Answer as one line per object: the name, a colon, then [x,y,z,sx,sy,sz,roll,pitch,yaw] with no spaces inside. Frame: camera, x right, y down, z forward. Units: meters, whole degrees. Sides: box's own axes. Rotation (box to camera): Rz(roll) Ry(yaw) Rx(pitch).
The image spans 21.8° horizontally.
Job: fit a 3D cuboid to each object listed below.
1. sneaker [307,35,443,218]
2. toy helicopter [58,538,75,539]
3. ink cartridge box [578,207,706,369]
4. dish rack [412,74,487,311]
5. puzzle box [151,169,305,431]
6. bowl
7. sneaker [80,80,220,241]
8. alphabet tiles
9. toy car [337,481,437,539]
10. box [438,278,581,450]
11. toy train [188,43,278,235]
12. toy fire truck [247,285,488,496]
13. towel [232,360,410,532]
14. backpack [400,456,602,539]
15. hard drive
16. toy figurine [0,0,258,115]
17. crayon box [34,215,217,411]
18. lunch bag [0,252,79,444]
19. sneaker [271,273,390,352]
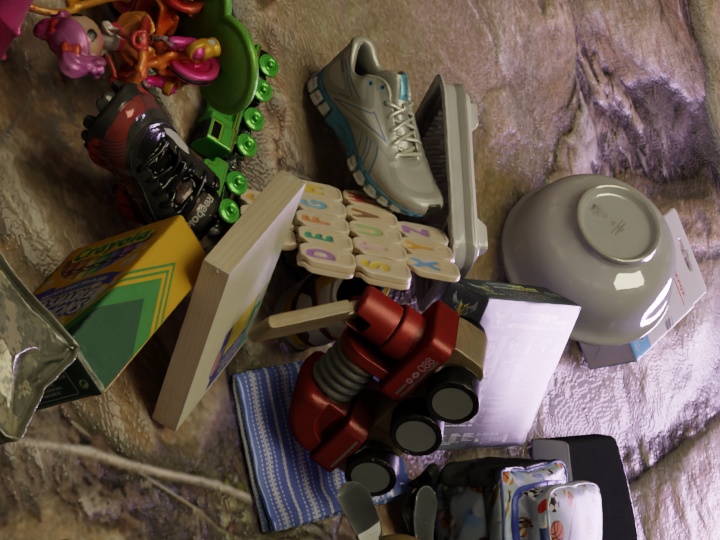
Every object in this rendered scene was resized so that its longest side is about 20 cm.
sneaker: [0.024,-0.137,1.741,0.075,0.087,0.200,-4,52,-46]
toy helicopter: [-0.204,0.265,1.401,0.200,0.079,0.133,-4,82,-55]
ink cartridge box: [0.308,0.018,2.121,0.200,0.067,0.116,-34,104,-50]
dish rack: [0.084,-0.073,1.803,0.043,0.172,0.201,-1,74,-9]
puzzle box: [-0.109,0.026,1.521,0.025,0.200,0.133,29,44,6]
bowl: [0.256,-0.029,1.978,0.200,0.090,0.202,9,58,-15]
sneaker: [-0.159,-0.079,1.483,0.071,0.098,0.201,-50,161,-15]
alphabet tiles: [-0.011,-0.034,1.652,0.200,0.195,0.015,-101,-156,-67]
toy car: [0.020,0.282,1.594,0.164,0.158,0.201,8,76,-40]
box: [0.124,0.091,1.803,0.200,0.051,0.158,4,111,-58]
toy train: [-0.120,-0.122,1.662,0.056,0.042,0.201,31,55,-29]
toy fire truck: [-0.014,0.085,1.592,0.200,0.176,0.129,35,34,-16]
towel: [-0.032,0.151,1.692,0.200,0.024,0.145,-7,83,-52]
backpack: [0.146,0.276,1.774,0.200,0.154,0.191,3,91,-56]
hard drive: [0.244,0.272,1.977,0.135,0.042,0.201,2,77,-51]
toy figurine: [-0.207,-0.194,1.498,0.184,0.150,0.200,-14,59,-40]
crayon box: [-0.201,0.026,1.440,0.052,0.125,0.200,58,40,-19]
lunch bag: [-0.319,0.031,1.261,0.200,0.164,0.118,55,39,-23]
sneaker: [0.000,0.000,1.726,0.075,0.090,0.200,55,43,-24]
